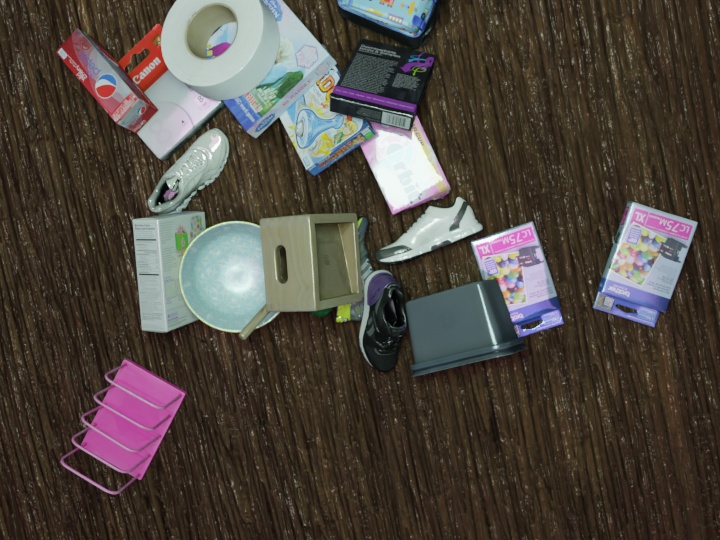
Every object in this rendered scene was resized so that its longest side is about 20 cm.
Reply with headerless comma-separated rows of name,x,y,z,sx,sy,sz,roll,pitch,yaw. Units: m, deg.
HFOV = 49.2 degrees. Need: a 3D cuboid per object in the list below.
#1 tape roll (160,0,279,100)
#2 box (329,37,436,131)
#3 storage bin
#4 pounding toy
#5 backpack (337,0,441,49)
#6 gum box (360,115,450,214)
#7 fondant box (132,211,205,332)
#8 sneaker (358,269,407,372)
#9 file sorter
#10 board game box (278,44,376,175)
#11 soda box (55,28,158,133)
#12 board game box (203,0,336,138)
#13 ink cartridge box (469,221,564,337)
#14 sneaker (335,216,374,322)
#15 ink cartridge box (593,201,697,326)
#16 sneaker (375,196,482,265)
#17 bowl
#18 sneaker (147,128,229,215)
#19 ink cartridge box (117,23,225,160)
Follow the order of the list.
tape roll,-0.246,-0.405,1.378,0.202,0.071,0.203,-3,80,19
box,0.042,-0.325,1.355,0.143,0.200,0.036,15,138,7
storage bin,0.181,0.098,1.397,0.200,0.145,0.135,-17,83,32
pounding toy,-0.104,0.007,1.344,0.142,0.184,0.201,-2,93,30
backpack,0.068,-0.511,1.356,0.182,0.135,0.200,25,95,2
gum box,0.073,-0.204,1.415,0.113,0.066,0.200,-25,92,8
fondant box,-0.339,-0.002,1.430,0.058,0.144,0.201,3,100,22
sneaker,0.045,0.106,1.409,0.076,0.088,0.200,-13,117,-19
file sorter,-0.451,0.297,1.488,0.139,0.125,0.200,29,98,3
board game box,-0.074,-0.286,1.397,0.135,0.034,0.200,-33,66,12
soda box,-0.463,-0.346,1.438,0.063,0.070,0.200,-44,75,8
board game box,-0.178,-0.377,1.410,0.199,0.041,0.200,-42,72,8
ink cartridge box,0.286,0.023,1.429,0.119,0.042,0.200,-18,95,8
sneaker,0.000,0.000,1.449,0.081,0.074,0.201,6,100,-7
ink cartridge box,0.502,-0.009,1.395,0.119,0.042,0.200,18,98,5
sneaker,0.116,-0.069,1.427,0.200,0.074,0.080,-23,88,-1
bowl,-0.227,0.007,1.438,0.200,0.108,0.201,-1,95,-10
sneaker,-0.318,-0.178,1.454,0.075,0.081,0.200,40,96,3
ink cartridge box,-0.373,-0.333,1.462,0.162,0.057,0.200,-40,95,8
